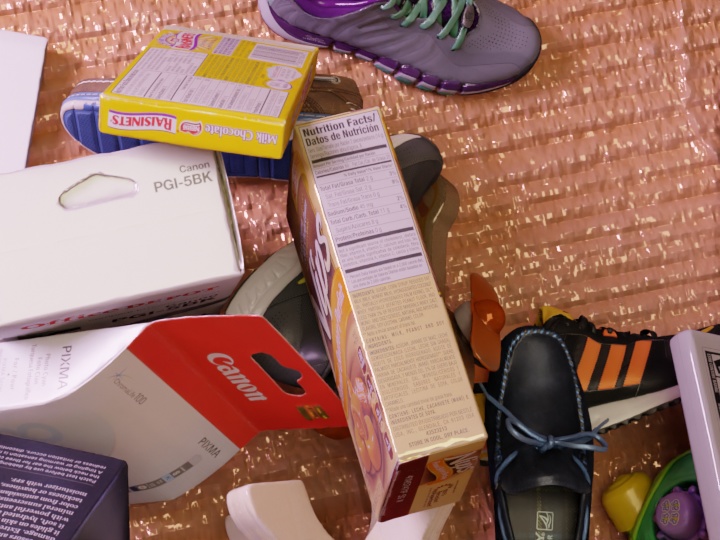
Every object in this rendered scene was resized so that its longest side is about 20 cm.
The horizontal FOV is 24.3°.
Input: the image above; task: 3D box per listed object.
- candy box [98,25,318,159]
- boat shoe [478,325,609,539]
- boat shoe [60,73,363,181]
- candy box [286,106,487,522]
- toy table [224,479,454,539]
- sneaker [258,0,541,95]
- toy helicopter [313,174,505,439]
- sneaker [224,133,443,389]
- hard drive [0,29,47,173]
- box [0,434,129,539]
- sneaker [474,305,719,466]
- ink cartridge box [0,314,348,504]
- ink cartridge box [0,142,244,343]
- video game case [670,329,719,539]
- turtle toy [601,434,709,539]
[{"bbox_3d":[-0.083,-0.108,0.975,0.101,0.200,0.027,6,109,2],"label":"candy box"},{"bbox_3d":[0.120,0.132,1.029,0.083,0.069,0.203,-6,80,-4],"label":"boat shoe"},{"bbox_3d":[-0.094,-0.105,1.096,0.197,0.072,0.073,8,60,-4],"label":"boat shoe"},{"bbox_3d":[0.010,0.026,0.934,0.055,0.116,0.202,-13,68,-11],"label":"candy box"},{"bbox_3d":[-0.001,0.184,1.016,0.182,0.199,0.118,-19,75,24],"label":"toy table"},{"bbox_3d":[0.031,-0.169,1.114,0.198,0.088,0.075,10,79,-8],"label":"sneaker"},{"bbox_3d":[0.043,0.023,1.074,0.079,0.131,0.202,29,54,-38],"label":"toy helicopter"},{"bbox_3d":[0.000,0.000,1.052,0.084,0.075,0.200,31,66,21],"label":"sneaker"},{"bbox_3d":[-0.310,-0.102,1.073,0.198,0.026,0.134,9,79,-9],"label":"hard drive"},{"bbox_3d":[-0.207,0.225,0.878,0.122,0.199,0.202,9,120,13],"label":"box"},{"bbox_3d":[0.157,0.058,1.108,0.198,0.070,0.091,-21,88,-11],"label":"sneaker"},{"bbox_3d":[-0.118,0.087,0.969,0.198,0.160,0.048,-7,61,19],"label":"ink cartridge box"},{"bbox_3d":[-0.154,-0.005,0.995,0.145,0.200,0.084,-12,83,-11],"label":"ink cartridge box"},{"bbox_3d":[0.280,0.144,1.047,0.181,0.022,0.202,11,60,-34],"label":"video game case"},{"bbox_3d":[0.226,0.187,1.083,0.199,0.101,0.147,-32,87,-14],"label":"turtle toy"}]
